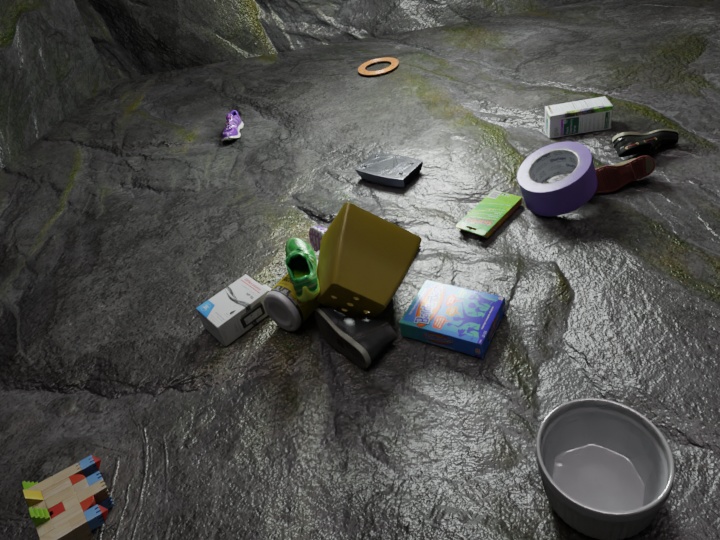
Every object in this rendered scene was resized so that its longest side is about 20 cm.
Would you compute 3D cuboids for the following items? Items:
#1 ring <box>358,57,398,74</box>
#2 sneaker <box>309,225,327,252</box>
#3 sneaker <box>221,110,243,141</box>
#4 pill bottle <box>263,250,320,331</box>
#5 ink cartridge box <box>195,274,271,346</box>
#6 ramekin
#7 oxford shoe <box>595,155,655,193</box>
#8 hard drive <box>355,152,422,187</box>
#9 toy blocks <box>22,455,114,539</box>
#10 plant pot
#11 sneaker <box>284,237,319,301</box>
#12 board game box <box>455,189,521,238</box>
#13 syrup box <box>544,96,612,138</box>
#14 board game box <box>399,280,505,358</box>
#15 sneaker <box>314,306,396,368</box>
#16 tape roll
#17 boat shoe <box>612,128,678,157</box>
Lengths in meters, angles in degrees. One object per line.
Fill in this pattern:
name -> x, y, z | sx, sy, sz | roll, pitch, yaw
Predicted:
ring -> 0.084, -0.951, 2.636 | 0.194, 0.020, 0.203 | -9, 39, 7
sneaker -> -0.056, -0.076, 1.541 | 0.197, 0.082, 0.088 | 24, 44, 33
sneaker -> -0.544, -0.603, 2.346 | 0.078, 0.085, 0.203 | -10, 39, 5
pill bottle -> -0.137, 0.043, 1.382 | 0.109, 0.114, 0.200 | 14, 45, 32
ink cartridge box -> -0.296, 0.085, 1.415 | 0.199, 0.069, 0.115 | -37, 43, -28
ramekin -> 0.375, 0.315, 0.881 | 0.194, 0.107, 0.203 | -9, 37, 7
oxford shoe -> 0.698, -0.258, 1.549 | 0.194, 0.073, 0.075 | -14, 5, 9
hard drive -> 0.093, -0.328, 1.830 | 0.196, 0.043, 0.135 | 19, 48, 35
toy blocks -> -0.527, 0.435, 1.043 | 0.134, 0.103, 0.198 | -24, 36, -31
plant pot -> 0.000, 0.000, 1.292 | 0.196, 0.200, 0.180 | 23, 62, -12
sneaker -> -0.136, -0.019, 1.299 | 0.072, 0.085, 0.202 | -19, 42, -4
board game box -> 0.352, -0.153, 1.542 | 0.094, 0.031, 0.199 | 22, 48, 38
syrup box -> 0.697, -0.492, 1.813 | 0.194, 0.080, 0.083 | -8, 38, 8
board game box -> 0.205, 0.103, 1.252 | 0.195, 0.046, 0.153 | 11, 44, 30
sneaker -> -0.014, 0.132, 1.273 | 0.105, 0.076, 0.199 | -31, 50, -29
tape roll -> 0.527, -0.247, 1.514 | 0.195, 0.086, 0.203 | -22, 38, 17
boat shoe -> 0.830, -0.366, 1.631 | 0.195, 0.074, 0.065 | -7, 72, -7
